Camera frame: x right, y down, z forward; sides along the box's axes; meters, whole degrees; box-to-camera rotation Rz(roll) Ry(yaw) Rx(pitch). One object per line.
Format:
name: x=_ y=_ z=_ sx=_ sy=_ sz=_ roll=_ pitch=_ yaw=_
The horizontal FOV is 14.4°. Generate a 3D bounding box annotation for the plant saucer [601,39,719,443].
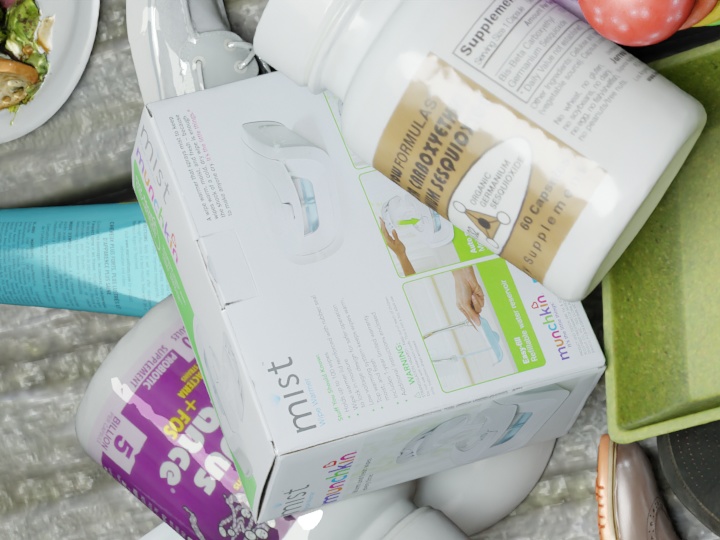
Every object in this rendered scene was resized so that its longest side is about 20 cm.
plant saucer: x=0.212 y=-0.023 z=1.370 sx=0.199 sy=0.048 sz=0.201 roll=-17 pitch=60 yaw=32

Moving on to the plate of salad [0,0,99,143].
plate of salad: x=-0.237 y=-0.168 z=1.630 sx=0.199 sy=0.048 sz=0.201 roll=9 pitch=108 yaw=28

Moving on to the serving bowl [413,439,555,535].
serving bowl: x=0.007 y=0.061 z=1.542 sx=0.199 sy=0.066 sz=0.201 roll=8 pitch=107 yaw=27

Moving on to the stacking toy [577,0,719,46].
stacking toy: x=0.157 y=-0.147 z=1.319 sx=0.085 sy=0.200 sz=0.086 roll=8 pitch=107 yaw=27

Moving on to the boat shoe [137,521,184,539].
boat shoe: x=-0.112 y=0.190 z=1.640 sx=0.200 sy=0.072 sz=0.071 roll=-40 pitch=78 yaw=29

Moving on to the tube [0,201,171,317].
tube: x=-0.168 y=-0.007 z=1.637 sx=0.199 sy=0.050 sz=0.078 roll=2 pitch=108 yaw=24

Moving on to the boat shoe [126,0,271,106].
boat shoe: x=-0.079 y=-0.093 z=1.535 sx=0.068 sy=0.072 sz=0.201 roll=-6 pitch=85 yaw=27

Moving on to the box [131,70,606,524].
box: x=0.000 y=0.000 z=1.420 sx=0.097 sy=0.176 sz=0.201 roll=107 pitch=144 yaw=-63

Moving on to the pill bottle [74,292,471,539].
pill bottle: x=-0.043 y=0.108 z=1.478 sx=0.200 sy=0.112 sz=0.113 roll=39 pitch=119 yaw=15

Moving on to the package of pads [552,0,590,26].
package of pads: x=0.085 y=-0.211 z=1.344 sx=0.120 sy=0.076 sz=0.200 roll=31 pitch=148 yaw=21

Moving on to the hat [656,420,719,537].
hat: x=0.248 y=0.064 z=1.388 sx=0.200 sy=0.081 sz=0.202 roll=-17 pitch=61 yaw=32

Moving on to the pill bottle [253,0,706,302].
pill bottle: x=0.054 y=-0.085 z=1.356 sx=0.200 sy=0.114 sz=0.115 roll=35 pitch=118 yaw=8

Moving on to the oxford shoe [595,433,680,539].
oxford shoe: x=0.173 y=0.175 z=1.487 sx=0.073 sy=0.071 sz=0.201 roll=-16 pitch=100 yaw=12
